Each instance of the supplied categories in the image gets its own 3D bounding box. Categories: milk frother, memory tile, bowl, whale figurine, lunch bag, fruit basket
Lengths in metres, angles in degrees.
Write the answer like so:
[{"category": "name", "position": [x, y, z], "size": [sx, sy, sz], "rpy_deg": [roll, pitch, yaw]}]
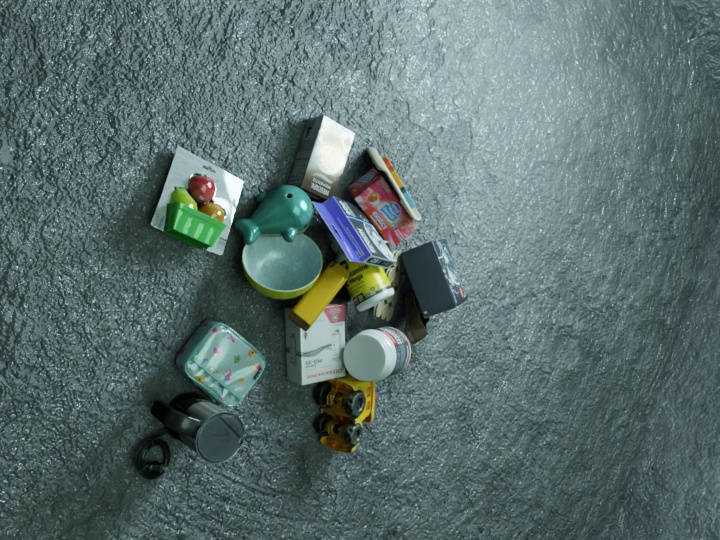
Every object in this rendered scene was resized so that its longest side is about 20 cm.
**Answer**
[{"category": "milk frother", "position": [-0.391, 0.395, 1.439], "size": [0.180, 0.188, 0.201], "rpy_deg": [10, 89, -38]}, {"category": "memory tile", "position": [0.090, 0.046, 1.840], "size": [0.201, 0.017, 0.153], "rpy_deg": [-70, 159, -3]}, {"category": "bowl", "position": [-0.200, 0.002, 1.588], "size": [0.200, 0.200, 0.108], "rpy_deg": [-30, 155, -32]}, {"category": "whale figurine", "position": [-0.210, -0.139, 1.559], "size": [0.200, 0.104, 0.159], "rpy_deg": [-26, 68, -25]}, {"category": "lunch bag", "position": [-0.334, 0.229, 1.537], "size": [0.200, 0.077, 0.161], "rpy_deg": [48, 66, -31]}, {"category": "fruit basket", "position": [-0.376, -0.158, 1.477], "size": [0.185, 0.094, 0.201], "rpy_deg": [26, 63, -37]}]

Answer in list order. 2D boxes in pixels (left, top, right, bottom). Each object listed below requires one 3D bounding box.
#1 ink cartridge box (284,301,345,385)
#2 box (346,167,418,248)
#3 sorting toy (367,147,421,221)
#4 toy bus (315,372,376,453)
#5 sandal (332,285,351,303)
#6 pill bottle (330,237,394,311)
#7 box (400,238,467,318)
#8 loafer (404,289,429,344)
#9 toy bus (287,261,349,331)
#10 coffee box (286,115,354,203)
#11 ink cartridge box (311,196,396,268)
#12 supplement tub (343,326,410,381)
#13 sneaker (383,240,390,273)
[{"category": "ink cartridge box", "position": [-0.119, 0.192, 1.699], "size": [0.146, 0.083, 0.201], "rpy_deg": [-6, 98, -36]}, {"category": "box", "position": [0.062, -0.174, 1.779], "size": [0.100, 0.096, 0.200], "rpy_deg": [-37, 120, 3]}, {"category": "sorting toy", "position": [0.099, -0.247, 1.777], "size": [0.036, 0.185, 0.200], "rpy_deg": [-34, 118, 9]}, {"category": "toy bus", "position": [-0.021, 0.385, 1.782], "size": [0.192, 0.135, 0.201], "rpy_deg": [-8, 102, -53]}, {"category": "sandal", "position": [-0.093, 0.038, 1.705], "size": [0.200, 0.076, 0.043], "rpy_deg": [19, 122, -38]}, {"category": "pill bottle", "position": [0.000, 0.000, 1.724], "size": [0.112, 0.112, 0.200], "rpy_deg": [-22, 81, -34]}, {"category": "box", "position": [0.218, 0.020, 1.851], "size": [0.201, 0.104, 0.182], "rpy_deg": [69, 21, 2]}, {"category": "loafer", "position": [0.177, 0.133, 1.887], "size": [0.073, 0.071, 0.200], "rpy_deg": [52, 28, -36]}, {"category": "toy bus", "position": [-0.102, 0.059, 1.612], "size": [0.065, 0.078, 0.200], "rpy_deg": [38, 62, -1]}, {"category": "coffee box", "position": [-0.104, -0.287, 1.666], "size": [0.114, 0.080, 0.201], "rpy_deg": [22, 81, -37]}, {"category": "ink cartridge box", "position": [-0.013, -0.098, 1.628], "size": [0.043, 0.198, 0.200], "rpy_deg": [-41, 158, 20]}, {"category": "supplement tub", "position": [0.048, 0.231, 1.757], "size": [0.200, 0.140, 0.141], "rpy_deg": [3, 93, -68]}, {"category": "sneaker", "position": [0.046, -0.009, 1.831], "size": [0.073, 0.084, 0.201], "rpy_deg": [-51, 145, -44]}]
